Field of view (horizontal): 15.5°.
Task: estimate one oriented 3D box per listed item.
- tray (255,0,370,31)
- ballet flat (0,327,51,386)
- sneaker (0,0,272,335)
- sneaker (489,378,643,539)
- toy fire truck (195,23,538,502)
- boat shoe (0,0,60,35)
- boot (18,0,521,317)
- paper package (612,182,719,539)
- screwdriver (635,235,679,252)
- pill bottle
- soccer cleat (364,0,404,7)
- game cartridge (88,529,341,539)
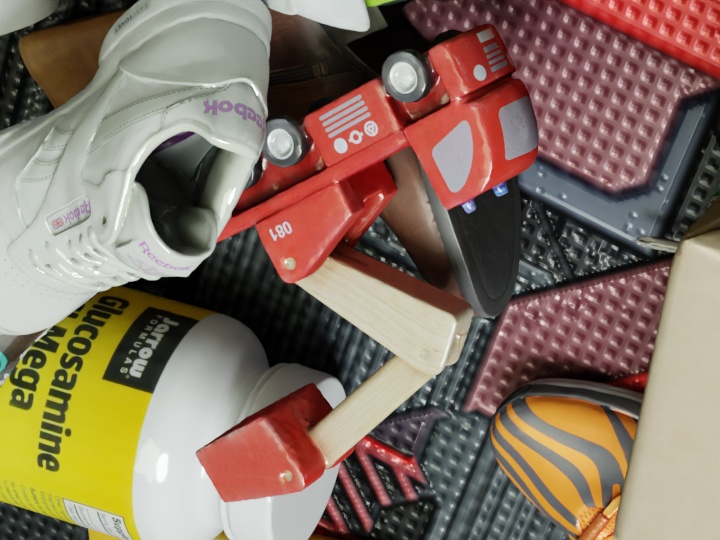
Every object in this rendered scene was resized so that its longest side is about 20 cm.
[{"bbox_3d":[-0.062,-0.165,0.987,0.107,0.022,0.200,25,153,29],"label":"tray"},{"bbox_3d":[-0.169,0.009,1.166,0.200,0.064,0.076,-37,120,5],"label":"ballet flat"},{"bbox_3d":[-0.104,-0.026,1.054,0.075,0.100,0.200,18,134,-30],"label":"sneaker"},{"bbox_3d":[0.130,0.131,1.135,0.200,0.112,0.078,34,127,6],"label":"sneaker"},{"bbox_3d":[0.000,0.000,1.078,0.200,0.049,0.141,-26,92,32],"label":"toy fire truck"},{"bbox_3d":[-0.227,-0.151,1.185,0.199,0.074,0.066,11,126,20],"label":"boat shoe"},{"bbox_3d":[-0.043,-0.045,1.154,0.199,0.068,0.189,-19,107,35],"label":"boot"},{"bbox_3d":[0.209,0.054,1.029,0.190,0.104,0.200,23,142,15],"label":"paper package"},{"bbox_3d":[0.207,0.009,1.078,0.199,0.028,0.029,6,105,23],"label":"screwdriver"},{"bbox_3d":[-0.113,0.064,1.224,0.199,0.112,0.113,14,123,19],"label":"pill bottle"},{"bbox_3d":[0.055,-0.163,1.023,0.200,0.081,0.068,-31,89,36],"label":"soccer cleat"},{"bbox_3d":[-0.038,0.203,1.319,0.199,0.032,0.177,12,122,24],"label":"game cartridge"}]
